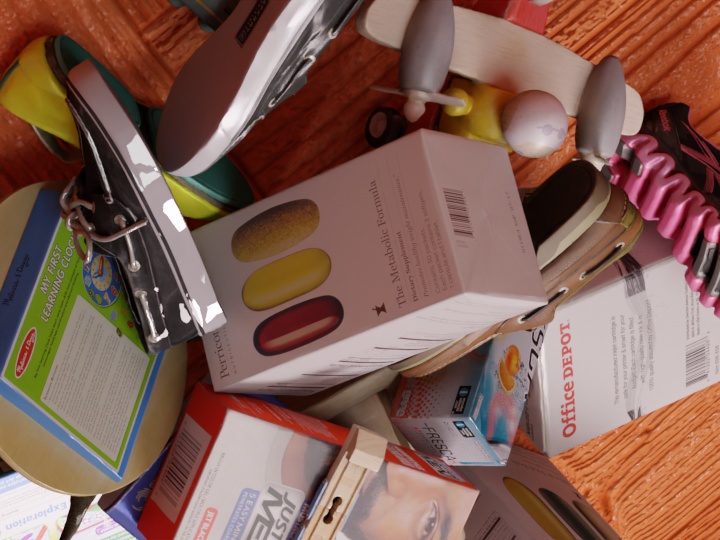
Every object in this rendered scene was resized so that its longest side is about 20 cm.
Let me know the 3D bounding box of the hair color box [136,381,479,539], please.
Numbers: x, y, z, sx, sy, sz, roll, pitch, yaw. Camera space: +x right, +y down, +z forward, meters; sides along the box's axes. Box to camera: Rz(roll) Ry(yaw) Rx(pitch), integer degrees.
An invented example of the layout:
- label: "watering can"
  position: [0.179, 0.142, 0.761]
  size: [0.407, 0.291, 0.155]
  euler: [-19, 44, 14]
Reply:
- label: "hair color box"
  position: [-0.034, 0.159, 1.588]
  size: [0.200, 0.064, 0.111]
  euler: [19, 97, -29]

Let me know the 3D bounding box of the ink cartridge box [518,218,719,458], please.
- label: "ink cartridge box"
  position: [0.200, 0.033, 1.813]
  size: [0.200, 0.084, 0.145]
  euler: [-23, 130, -19]

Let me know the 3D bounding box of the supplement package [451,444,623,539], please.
- label: "supplement package"
  position: [0.106, 0.238, 1.814]
  size: [0.152, 0.200, 0.151]
  euler: [22, 107, -40]

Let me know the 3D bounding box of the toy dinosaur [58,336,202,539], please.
- label: "toy dinosaur"
  position: [-0.175, 0.089, 1.585]
  size: [0.102, 0.200, 0.077]
  euler: [-14, 130, 32]

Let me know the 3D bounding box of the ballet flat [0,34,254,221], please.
- label: "ballet flat"
  position: [-0.155, -0.081, 1.538]
  size: [0.067, 0.067, 0.200]
  euler: [-34, 133, 21]

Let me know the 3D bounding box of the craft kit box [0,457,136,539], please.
- label: "craft kit box"
  position: [-0.247, 0.209, 1.683]
  size: [0.200, 0.049, 0.198]
  euler: [-20, 126, -19]

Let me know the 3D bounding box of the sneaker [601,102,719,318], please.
- label: "sneaker"
  position: [0.260, -0.046, 1.736]
  size: [0.095, 0.200, 0.079]
  euler: [-26, 159, -31]

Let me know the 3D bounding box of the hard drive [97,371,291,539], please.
- label: "hard drive"
  position: [-0.065, 0.168, 1.627]
  size: [0.132, 0.025, 0.200]
  euler: [-48, 118, -4]

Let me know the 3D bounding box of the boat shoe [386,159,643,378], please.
- label: "boat shoe"
  position: [0.103, 0.015, 1.601]
  size: [0.200, 0.072, 0.068]
  euler: [-38, 125, 19]

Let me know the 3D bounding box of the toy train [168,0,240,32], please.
- label: "toy train"
  position: [-0.081, -0.206, 1.484]
  size: [0.114, 0.085, 0.200]
  euler: [-38, 136, 13]

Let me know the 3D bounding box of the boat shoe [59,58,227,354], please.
- label: "boat shoe"
  position: [-0.149, -0.035, 1.476]
  size: [0.068, 0.074, 0.200]
  euler: [-26, 126, -6]

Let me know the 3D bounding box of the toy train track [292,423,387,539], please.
- label: "toy train track"
  position: [-0.034, 0.196, 1.546]
  size: [0.115, 0.033, 0.200]
  euler: [23, 97, -28]

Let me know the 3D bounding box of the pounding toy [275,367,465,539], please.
- label: "pounding toy"
  position: [-0.046, 0.169, 1.732]
  size: [0.184, 0.142, 0.200]
  euler: [-28, 116, -13]

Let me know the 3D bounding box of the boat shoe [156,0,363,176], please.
- label: "boat shoe"
  position: [-0.055, -0.131, 1.463]
  size: [0.057, 0.069, 0.200]
  euler: [16, 125, -36]

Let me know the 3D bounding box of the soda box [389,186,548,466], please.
- label: "soda box"
  position: [0.088, 0.038, 1.684]
  size: [0.064, 0.068, 0.200]
  euler: [51, 47, -43]

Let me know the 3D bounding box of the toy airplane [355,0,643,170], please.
- label: "toy airplane"
  position: [0.100, -0.131, 1.601]
  size: [0.200, 0.141, 0.200]
  euler: [-26, 130, -15]

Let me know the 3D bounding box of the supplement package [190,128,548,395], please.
- label: "supplement package"
  position: [0.000, 0.000, 1.544]
  size: [0.200, 0.114, 0.109]
  euler: [-23, 164, 30]

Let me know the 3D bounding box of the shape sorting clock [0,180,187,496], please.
- label: "shape sorting clock"
  position: [-0.182, 0.042, 1.507]
  size: [0.200, 0.039, 0.201]
  euler: [15, 72, -52]
